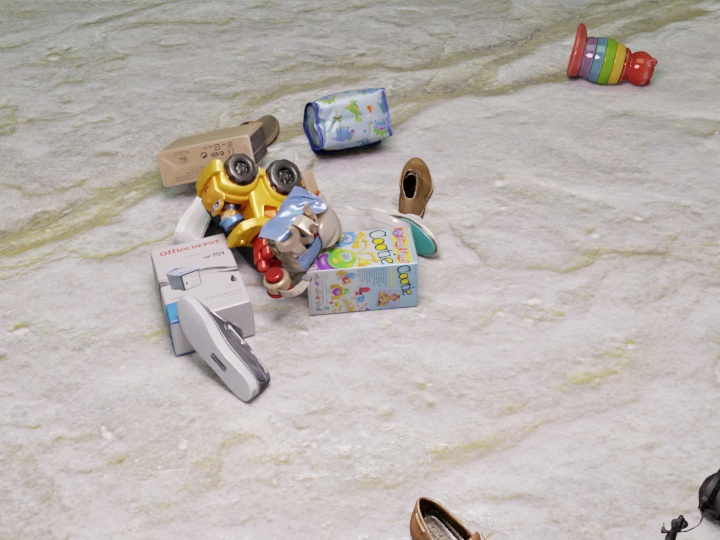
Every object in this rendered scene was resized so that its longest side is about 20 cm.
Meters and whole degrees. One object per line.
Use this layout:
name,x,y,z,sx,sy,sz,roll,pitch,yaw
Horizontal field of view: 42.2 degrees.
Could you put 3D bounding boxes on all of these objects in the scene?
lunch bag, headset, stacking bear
lunch bag,-0.034,-0.327,2.042,0.166,0.130,0.200,-11,12,-10
headset,0.513,0.346,1.306,0.196,0.095,0.124,-2,34,-24
stacking bear,0.602,-0.496,2.226,0.196,0.123,0.115,14,40,6

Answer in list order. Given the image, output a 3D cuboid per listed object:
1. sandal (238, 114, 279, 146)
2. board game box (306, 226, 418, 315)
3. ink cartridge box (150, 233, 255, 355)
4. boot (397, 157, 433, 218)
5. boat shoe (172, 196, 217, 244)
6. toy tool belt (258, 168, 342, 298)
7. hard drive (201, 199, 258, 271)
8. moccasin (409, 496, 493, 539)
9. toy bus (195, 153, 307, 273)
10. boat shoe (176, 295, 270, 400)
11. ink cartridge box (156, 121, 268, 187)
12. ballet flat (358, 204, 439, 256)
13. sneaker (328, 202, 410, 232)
sandal,-0.253,-0.297,2.066,0.080,0.055,0.199,28,49,30
board game box,0.000,0.000,1.678,0.195,0.106,0.104,-4,41,-4
ink cartridge box,-0.283,0.039,1.661,0.144,0.087,0.201,-15,44,-14
boot,0.111,-0.182,1.906,0.072,0.077,0.202,2,40,7
boat shoe,-0.302,-0.113,1.853,0.068,0.073,0.201,26,37,-1
toy tool belt,-0.119,-0.066,1.585,0.123,0.124,0.202,13,54,30
hard drive,-0.204,-0.102,1.809,0.134,0.043,0.201,-29,66,-29
moccasin,0.143,0.382,1.255,0.073,0.079,0.201,-23,45,-23
toy bus,-0.192,-0.094,1.695,0.196,0.135,0.196,6,67,-26
boat shoe,-0.222,0.117,1.536,0.201,0.072,0.067,49,45,8
ink cartridge box,-0.301,-0.241,1.924,0.196,0.077,0.165,-10,16,9
ballet flat,0.080,-0.089,1.811,0.197,0.070,0.069,22,46,30
sneaker,0.011,-0.071,1.768,0.198,0.090,0.075,12,-3,42
